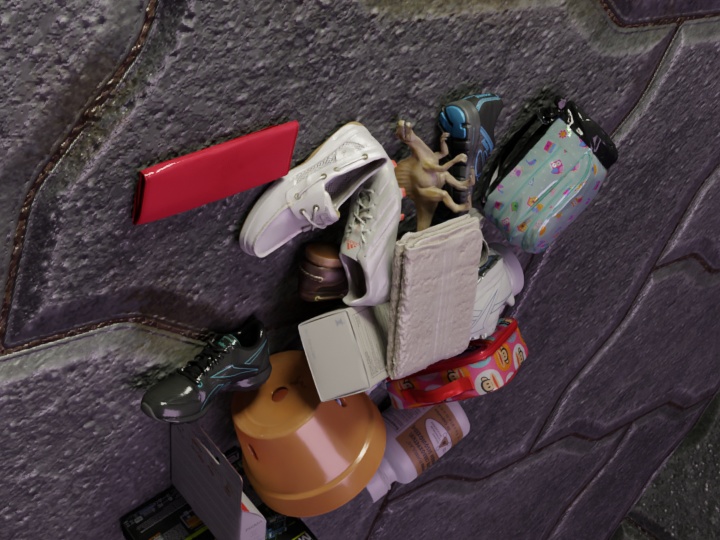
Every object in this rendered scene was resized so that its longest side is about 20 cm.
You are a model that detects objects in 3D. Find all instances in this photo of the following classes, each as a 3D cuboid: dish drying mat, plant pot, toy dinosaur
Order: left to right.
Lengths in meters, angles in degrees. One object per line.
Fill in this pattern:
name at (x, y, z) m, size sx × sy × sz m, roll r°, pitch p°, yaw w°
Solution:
dish drying mat at (-0.151, -0.104, 1.268) m, size 0.199 × 0.018 × 0.077 m, roll -24°, pitch 145°, yaw -36°
plant pot at (-0.082, 0.201, 1.583) m, size 0.200 × 0.200 × 0.141 m, roll -40°, pitch 134°, yaw -11°
toy dinosaur at (0.089, -0.103, 1.493) m, size 0.058 × 0.100 × 0.202 m, roll -65°, pitch 152°, yaw -55°

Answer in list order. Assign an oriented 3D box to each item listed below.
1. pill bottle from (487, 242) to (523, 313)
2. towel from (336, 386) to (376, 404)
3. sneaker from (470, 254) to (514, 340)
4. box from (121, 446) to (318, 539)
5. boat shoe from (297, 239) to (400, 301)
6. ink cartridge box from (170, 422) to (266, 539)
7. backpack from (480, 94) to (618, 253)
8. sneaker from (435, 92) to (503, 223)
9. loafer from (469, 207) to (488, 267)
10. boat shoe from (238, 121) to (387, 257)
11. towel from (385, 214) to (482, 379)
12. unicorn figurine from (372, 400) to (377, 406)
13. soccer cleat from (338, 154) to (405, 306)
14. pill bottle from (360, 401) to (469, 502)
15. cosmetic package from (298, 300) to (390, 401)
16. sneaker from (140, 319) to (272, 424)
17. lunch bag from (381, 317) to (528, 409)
pill bottle at (0.136, 0.039, 1.728) m, size 0.199 × 0.112 × 0.113 m, roll -29°, pitch 147°, yaw -28°
towel at (-0.032, 0.185, 1.781) m, size 0.200 × 0.024 × 0.147 m, roll -41°, pitch 152°, yaw -10°
sneaker at (0.143, 0.065, 1.626) m, size 0.200 × 0.074 × 0.088 m, roll -42°, pitch 111°, yaw -25°
box at (-0.188, 0.359, 1.615) m, size 0.199 × 0.193 × 0.048 m, roll -30°, pitch 149°, yaw -28°
boat shoe at (0.000, 0.000, 1.540) m, size 0.198 × 0.070 × 0.071 m, roll -4°, pitch 116°, yaw -39°
ink cartridge box at (-0.181, 0.258, 1.530) m, size 0.050 × 0.161 × 0.201 m, roll -26°, pitch 145°, yaw -31°
backpack at (0.262, -0.125, 1.677) m, size 0.200 × 0.127 × 0.167 m, roll -48°, pitch 155°, yaw 9°
sneaker at (0.139, -0.138, 1.551) m, size 0.081 × 0.073 × 0.201 m, roll -27°, pitch 146°, yaw -30°
loafer at (0.141, -0.029, 1.637) m, size 0.200 × 0.069 × 0.070 m, roll -51°, pitch 162°, yaw -58°
boat shoe at (-0.052, -0.081, 1.372) m, size 0.200 × 0.069 × 0.071 m, roll -44°, pitch 153°, yaw -2°
towel at (0.089, 0.033, 1.494) m, size 0.132 × 0.034 × 0.202 m, roll -18°, pitch 126°, yaw -35°
unicorn figurine at (-0.032, 0.238, 1.749) m, size 0.138 × 0.074 × 0.199 m, roll -51°, pitch 159°, yaw 26°
soccer cleat at (0.009, -0.050, 1.441) m, size 0.077 × 0.069 × 0.202 m, roll -17°, pitch 115°, yaw -32°
pill bottle at (0.068, 0.274, 1.930) m, size 0.199 × 0.114 × 0.115 m, roll -38°, pitch 150°, yaw -15°
cosmetic package at (-0.001, 0.092, 1.547) m, size 0.072 × 0.105 × 0.200 m, roll -17°, pitch 180°, yaw 20°
sneaker at (-0.187, 0.119, 1.460) m, size 0.199 × 0.075 × 0.080 m, roll -26°, pitch 135°, yaw -46°
lunch bag at (0.132, 0.143, 1.756) m, size 0.198 × 0.083 × 0.176 m, roll -15°, pitch -166°, yaw 33°
